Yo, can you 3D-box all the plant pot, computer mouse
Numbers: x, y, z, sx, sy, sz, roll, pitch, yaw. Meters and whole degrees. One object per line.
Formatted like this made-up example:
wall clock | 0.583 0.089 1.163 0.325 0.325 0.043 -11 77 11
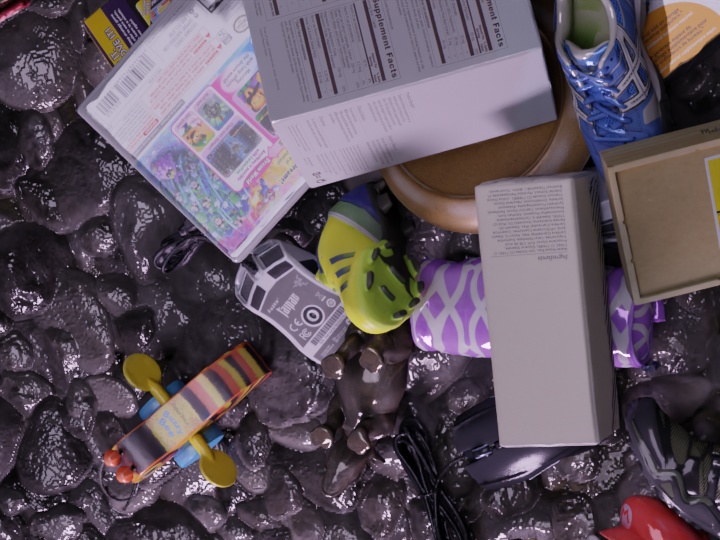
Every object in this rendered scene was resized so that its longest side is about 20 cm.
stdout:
plant pot | 0.092 -0.129 1.685 0.200 0.027 0.200 -5 79 27
computer mouse | -0.064 0.011 1.779 0.200 0.044 0.110 38 113 -8
computer mouse | 0.125 0.164 1.743 0.200 0.046 0.141 -21 89 23

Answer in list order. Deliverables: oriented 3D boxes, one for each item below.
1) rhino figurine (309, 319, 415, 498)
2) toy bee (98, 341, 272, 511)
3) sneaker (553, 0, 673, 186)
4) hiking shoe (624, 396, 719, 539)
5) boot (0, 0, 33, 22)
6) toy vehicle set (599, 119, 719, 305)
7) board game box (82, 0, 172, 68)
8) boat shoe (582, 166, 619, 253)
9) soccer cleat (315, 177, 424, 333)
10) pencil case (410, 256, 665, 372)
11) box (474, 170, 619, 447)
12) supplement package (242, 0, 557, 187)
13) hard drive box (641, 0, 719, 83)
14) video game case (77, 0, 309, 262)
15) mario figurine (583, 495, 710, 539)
rhino figurine | 0.001 0.113 1.751 0.060 0.087 0.200 23 129 14
toy bee | -0.163 0.146 1.823 0.131 0.109 0.200 30 108 13
sneaker | 0.176 -0.143 1.578 0.076 0.077 0.200 -4 107 35
hiking shoe | 0.293 0.160 1.669 0.101 0.076 0.200 -43 91 15
boot | -0.318 -0.300 1.830 0.200 0.073 0.151 -32 85 27
toy vehicle set | 0.285 -0.055 1.586 0.200 0.027 0.124 -14 122 1
board game box | -0.108 -0.174 1.777 0.165 0.057 0.200 -36 85 25
boat shoe | 0.206 -0.043 1.668 0.200 0.072 0.068 -13 119 29
soccer cleat | 0.001 0.000 1.694 0.084 0.200 0.065 -35 114 19
pencil case | 0.138 0.030 1.695 0.200 0.085 0.084 5 108 20
box | 0.141 0.028 1.611 0.082 0.068 0.200 -3 96 22
supplement package | 0.028 -0.177 1.598 0.200 0.152 0.151 -15 72 5
hard drive box | 0.228 -0.264 1.616 0.156 0.077 0.200 -40 83 22
video game case | -0.097 -0.139 1.717 0.182 0.024 0.200 43 97 6
mario figurine | 0.214 0.275 1.694 0.123 0.106 0.200 3 102 25
